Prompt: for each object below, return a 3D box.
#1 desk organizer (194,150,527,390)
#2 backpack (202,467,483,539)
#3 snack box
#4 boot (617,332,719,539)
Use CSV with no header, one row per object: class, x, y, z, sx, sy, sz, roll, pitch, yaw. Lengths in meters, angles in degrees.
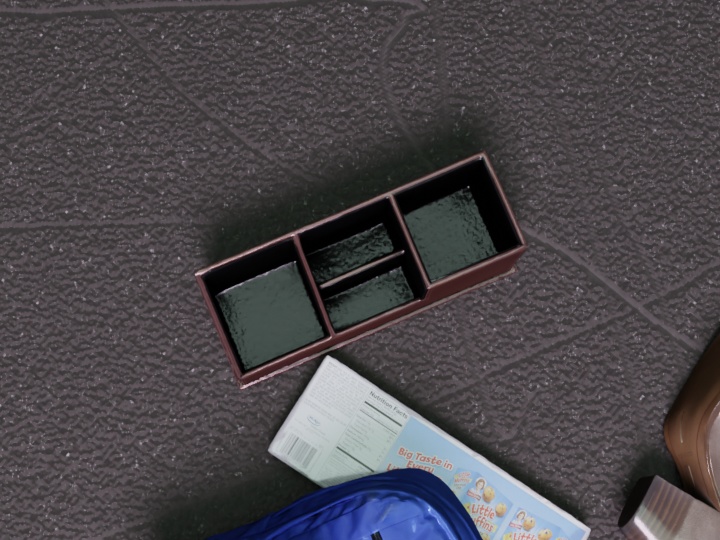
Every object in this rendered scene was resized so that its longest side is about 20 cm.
desk organizer,0.000,0.000,0.792,0.198,0.077,0.073,-23,81,-5
backpack,-0.015,0.212,0.707,0.198,0.168,0.164,-22,89,4
snack box,0.043,0.138,0.796,0.199,0.024,0.072,33,82,4
boot,0.256,0.136,0.786,0.145,0.070,0.201,34,83,-2
